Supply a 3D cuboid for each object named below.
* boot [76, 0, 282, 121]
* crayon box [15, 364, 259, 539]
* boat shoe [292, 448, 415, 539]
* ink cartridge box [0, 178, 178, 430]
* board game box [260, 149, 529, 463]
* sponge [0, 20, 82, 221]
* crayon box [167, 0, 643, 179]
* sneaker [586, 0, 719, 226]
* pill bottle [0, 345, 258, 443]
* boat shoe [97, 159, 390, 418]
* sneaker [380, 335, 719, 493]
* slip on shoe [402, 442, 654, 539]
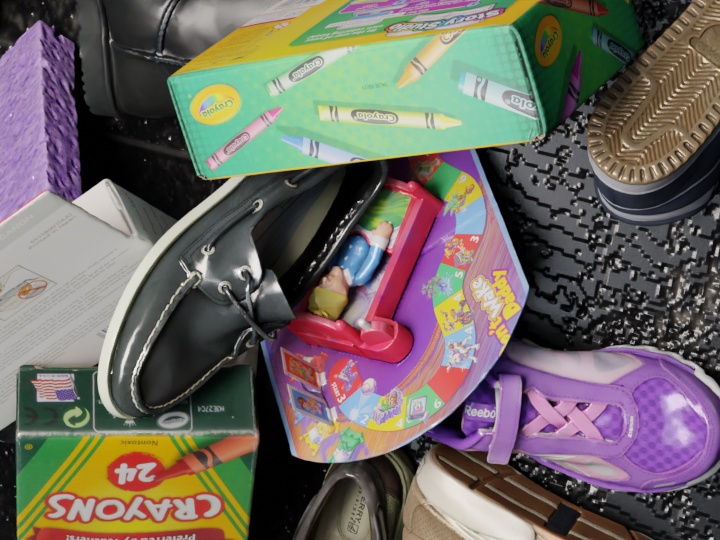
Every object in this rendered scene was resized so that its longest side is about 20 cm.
[{"bbox_3d":[-0.075,-0.156,1.262,0.162,0.073,0.199,8,119,20],"label":"boot"},{"bbox_3d":[-0.124,0.135,1.268,0.126,0.051,0.200,0,137,-7],"label":"crayon box"},{"bbox_3d":[-0.020,0.193,1.299,0.073,0.065,0.201,13,101,22],"label":"boat shoe"},{"bbox_3d":[-0.197,0.023,1.186,0.200,0.174,0.044,-34,63,12],"label":"ink cartridge box"},{"bbox_3d":[0.000,0.000,1.229,0.158,0.039,0.200,-34,49,18],"label":"board game box"},{"bbox_3d":[-0.204,-0.048,1.308,0.112,0.030,0.200,-41,33,21],"label":"sponge"},{"bbox_3d":[0.021,-0.101,1.131,0.199,0.119,0.058,-5,112,34],"label":"crayon box"},{"bbox_3d":[0.191,-0.101,1.180,0.200,0.109,0.070,-41,73,-9],"label":"sneaker"},{"bbox_3d":[-0.168,0.045,1.328,0.199,0.111,0.111,1,95,25],"label":"pill bottle"},{"bbox_3d":[-0.053,0.002,1.187,0.066,0.199,0.075,20,146,37],"label":"boat shoe"},{"bbox_3d":[0.094,0.072,1.223,0.199,0.088,0.081,13,99,22],"label":"sneaker"},{"bbox_3d":[0.110,0.165,1.228,0.200,0.076,0.061,29,111,13],"label":"slip on shoe"}]
